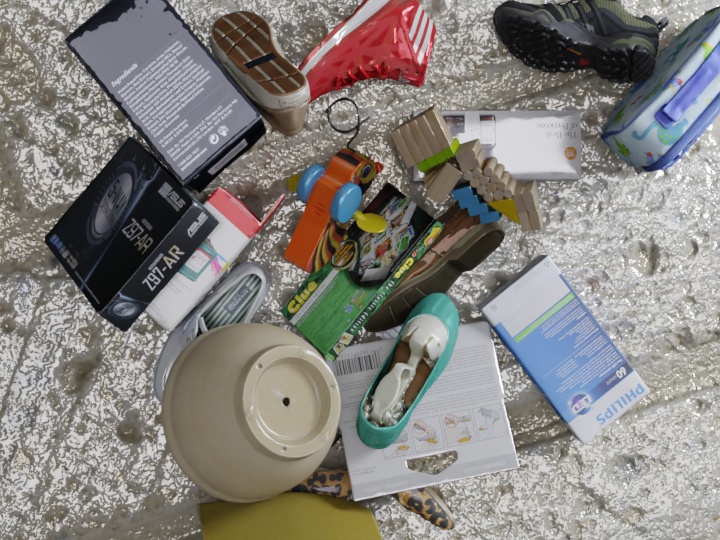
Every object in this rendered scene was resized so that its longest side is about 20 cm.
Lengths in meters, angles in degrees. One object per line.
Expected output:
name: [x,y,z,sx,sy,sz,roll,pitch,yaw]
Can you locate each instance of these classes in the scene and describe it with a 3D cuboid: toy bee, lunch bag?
toy bee: [-0.013,-0.093,1.672,0.131,0.108,0.200,50,118,16]
lunch bag: [0.367,-0.203,1.647,0.082,0.161,0.200,41,89,-3]

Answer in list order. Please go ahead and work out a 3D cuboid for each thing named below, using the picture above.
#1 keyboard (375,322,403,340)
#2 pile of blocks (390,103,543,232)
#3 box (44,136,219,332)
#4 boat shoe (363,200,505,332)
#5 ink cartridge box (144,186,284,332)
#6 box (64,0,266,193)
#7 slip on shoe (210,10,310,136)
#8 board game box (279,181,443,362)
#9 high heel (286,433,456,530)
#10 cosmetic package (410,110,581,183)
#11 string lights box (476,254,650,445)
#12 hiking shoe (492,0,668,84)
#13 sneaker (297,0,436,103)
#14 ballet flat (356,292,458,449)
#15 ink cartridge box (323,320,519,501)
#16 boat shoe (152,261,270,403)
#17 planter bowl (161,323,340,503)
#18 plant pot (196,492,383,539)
keyboard: [0.067,0.078,1.721,0.199,0.011,0.056,40,90,-3]
pile of blocks: [0.124,-0.109,1.648,0.199,0.062,0.082,39,113,-2]
box: [-0.260,-0.043,1.621,0.161,0.200,0.043,-49,129,1]
boat shoe: [0.074,-0.007,1.695,0.199,0.072,0.068,-36,61,1]
ink cartridge box: [-0.173,-0.029,1.657,0.067,0.116,0.200,41,90,-3]
box: [-0.210,-0.201,1.610,0.117,0.197,0.200,-41,92,-1]
slip on shoe: [-0.112,-0.225,1.642,0.075,0.200,0.061,-24,135,-18]
board game box: [0.000,0.000,1.678,0.200,0.023,0.105,-50,49,1]
high heel: [0.001,0.275,1.689,0.199,0.071,0.143,38,84,14]
cosmetic package: [0.158,-0.145,1.697,0.197,0.051,0.084,-1,93,-2]
string lights box: [0.237,0.092,1.702,0.102,0.059,0.201,-37,93,0]
hiking shoe: [0.255,-0.282,1.693,0.198,0.076,0.101,19,53,13]
sneaker: [0.008,-0.233,1.677,0.115,0.078,0.200,44,91,-1]
ballet flat: [0.057,0.108,1.629,0.067,0.071,0.201,27,73,9]
ink cartridge box: [0.069,0.163,1.673,0.198,0.045,0.178,-10,75,-5]
boat shoe: [-0.178,0.073,1.684,0.073,0.067,0.201,33,90,-2]
planter bowl: [-0.103,0.150,1.585,0.198,0.134,0.203,6,78,-28]
plant pot: [-0.059,0.366,1.617,0.198,0.195,0.198,-13,115,-8]
